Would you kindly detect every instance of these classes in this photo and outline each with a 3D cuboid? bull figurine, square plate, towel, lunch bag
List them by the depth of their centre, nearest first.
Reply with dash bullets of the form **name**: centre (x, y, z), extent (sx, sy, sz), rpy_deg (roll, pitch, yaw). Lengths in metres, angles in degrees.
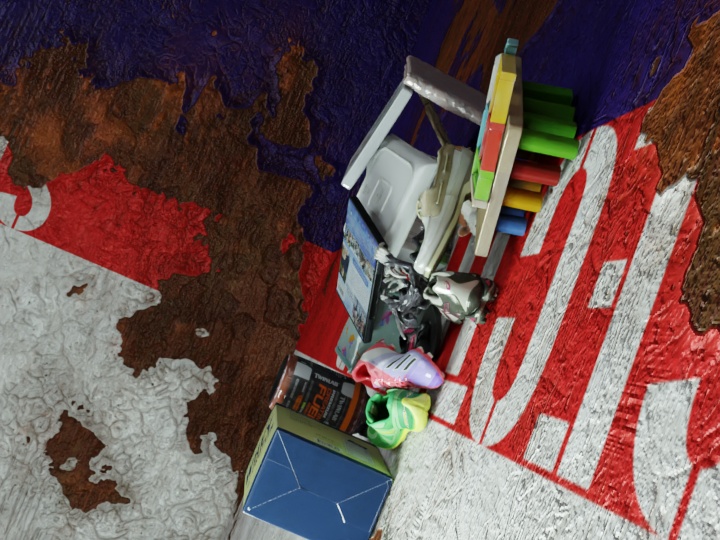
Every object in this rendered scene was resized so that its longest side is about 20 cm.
- **bull figurine**: centre (0.167, -0.125, 1.364), extent (0.200, 0.064, 0.124), rpy_deg (-74, -32, -77)
- **square plate**: centre (0.040, -0.118, 1.441), extent (0.203, 0.028, 0.198), rpy_deg (-65, 30, 12)
- **towel**: centre (0.165, -0.313, 1.532), extent (0.033, 0.197, 0.192), rpy_deg (-62, 9, 22)
- **lunch bag**: centre (0.033, 0.101, 1.577), extent (0.200, 0.120, 0.173), rpy_deg (-135, 67, -75)

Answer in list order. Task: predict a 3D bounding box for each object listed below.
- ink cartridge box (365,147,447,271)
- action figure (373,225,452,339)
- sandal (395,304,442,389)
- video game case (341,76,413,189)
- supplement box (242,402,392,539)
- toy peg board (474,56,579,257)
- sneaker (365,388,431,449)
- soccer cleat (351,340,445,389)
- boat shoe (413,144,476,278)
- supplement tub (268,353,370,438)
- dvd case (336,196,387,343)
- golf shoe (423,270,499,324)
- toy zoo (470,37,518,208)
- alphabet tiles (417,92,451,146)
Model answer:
- **ink cartridge box**: centre (0.082, -0.109, 1.545), extent (0.084, 0.143, 0.204), rpy_deg (-30, 48, 53)
- **action figure**: centre (0.073, 0.003, 1.317), extent (0.120, 0.100, 0.202), rpy_deg (82, -151, -54)
- **sandal**: centre (0.081, 0.131, 1.378), extent (0.201, 0.044, 0.076), rpy_deg (117, 154, -44)
- **video game case**: centre (0.033, -0.253, 1.551), extent (0.202, 0.023, 0.183), rpy_deg (-56, 8, 19)
- **supplement box**: centre (-0.073, 0.329, 1.375), extent (0.200, 0.197, 0.136), rpy_deg (-153, 88, -83)
- **toy peg board**: centre (0.224, -0.149, 1.164), extent (0.202, 0.096, 0.202), rpy_deg (-77, -3, -52)
- **sneaker**: centre (0.045, 0.216, 1.310), extent (0.200, 0.082, 0.075), rpy_deg (126, 165, -61)
- **soccer cleat**: centre (0.056, 0.155, 1.300), extent (0.076, 0.067, 0.199), rpy_deg (-41, 21, -19)
- **boat shoe**: centre (0.113, -0.088, 1.243), extent (0.075, 0.067, 0.203), rpy_deg (94, -161, -72)
- **supplement tub**: centre (-0.059, 0.232, 1.543), extent (0.107, 0.197, 0.109), rpy_deg (-158, 91, -82)
- **dvd case**: centre (0.000, 0.000, 1.436), extent (0.143, 0.017, 0.203), rpy_deg (-121, 31, -46)
- **golf shoe**: centre (0.132, 0.028, 1.235), extent (0.200, 0.087, 0.079), rpy_deg (153, 138, -82)
- **toy zoo**: centre (0.173, -0.196, 1.111), extent (0.132, 0.020, 0.204), rpy_deg (-75, -5, -68)
- **alphabet tiles**: centre (0.151, -0.271, 1.635), extent (0.014, 0.202, 0.196), rpy_deg (-25, 18, 11)
